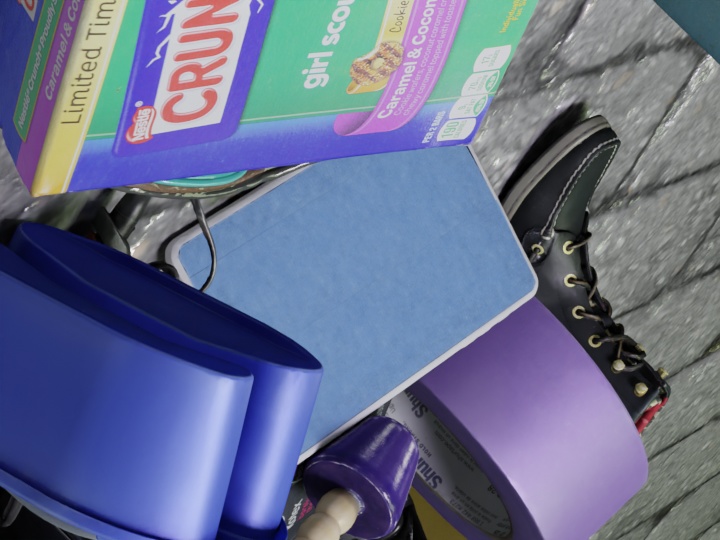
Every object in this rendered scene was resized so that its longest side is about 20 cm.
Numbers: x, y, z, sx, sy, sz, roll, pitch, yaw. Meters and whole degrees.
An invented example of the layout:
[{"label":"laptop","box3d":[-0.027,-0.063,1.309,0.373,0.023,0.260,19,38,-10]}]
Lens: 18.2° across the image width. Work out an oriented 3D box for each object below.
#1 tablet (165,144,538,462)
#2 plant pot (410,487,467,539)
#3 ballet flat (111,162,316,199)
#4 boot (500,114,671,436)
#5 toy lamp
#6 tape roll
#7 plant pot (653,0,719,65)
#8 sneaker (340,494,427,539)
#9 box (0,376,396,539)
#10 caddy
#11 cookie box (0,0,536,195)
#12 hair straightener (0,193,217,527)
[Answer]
[{"label":"tablet","box3d":[0.000,0.000,1.173,0.199,0.131,0.014,-33,-170,-33]},{"label":"plant pot","box3d":[0.005,0.257,1.573,0.176,0.199,0.201,-40,162,-52]},{"label":"ballet flat","box3d":[-0.054,-0.064,0.979,0.199,0.069,0.068,-6,173,-28]},{"label":"boot","box3d":[0.148,0.018,1.441,0.073,0.154,0.204,-21,148,-50]},{"label":"toy lamp","box3d":[-0.033,0.148,1.111,0.200,0.058,0.058,-50,166,-37]},{"label":"tape roll","box3d":[0.072,0.083,1.343,0.085,0.200,0.200,-40,159,-14]},{"label":"plant pot","box3d":[0.201,-0.180,1.109,0.142,0.200,0.141,-52,160,16]},{"label":"sneaker","box3d":[-0.029,0.175,1.251,0.115,0.076,0.201,-20,-160,36]},{"label":"box","box3d":[-0.094,0.106,1.187,0.199,0.106,0.123,-33,156,-33]},{"label":"caddy","box3d":[-0.114,0.057,0.943,0.141,0.199,0.106,-2,115,-64]},{"label":"cookie box","box3d":[-0.028,-0.121,0.839,0.199,0.075,0.172,-8,142,-30]},{"label":"hair straightener","box3d":[-0.127,0.036,1.066,0.077,0.041,0.201,24,102,-34]}]
